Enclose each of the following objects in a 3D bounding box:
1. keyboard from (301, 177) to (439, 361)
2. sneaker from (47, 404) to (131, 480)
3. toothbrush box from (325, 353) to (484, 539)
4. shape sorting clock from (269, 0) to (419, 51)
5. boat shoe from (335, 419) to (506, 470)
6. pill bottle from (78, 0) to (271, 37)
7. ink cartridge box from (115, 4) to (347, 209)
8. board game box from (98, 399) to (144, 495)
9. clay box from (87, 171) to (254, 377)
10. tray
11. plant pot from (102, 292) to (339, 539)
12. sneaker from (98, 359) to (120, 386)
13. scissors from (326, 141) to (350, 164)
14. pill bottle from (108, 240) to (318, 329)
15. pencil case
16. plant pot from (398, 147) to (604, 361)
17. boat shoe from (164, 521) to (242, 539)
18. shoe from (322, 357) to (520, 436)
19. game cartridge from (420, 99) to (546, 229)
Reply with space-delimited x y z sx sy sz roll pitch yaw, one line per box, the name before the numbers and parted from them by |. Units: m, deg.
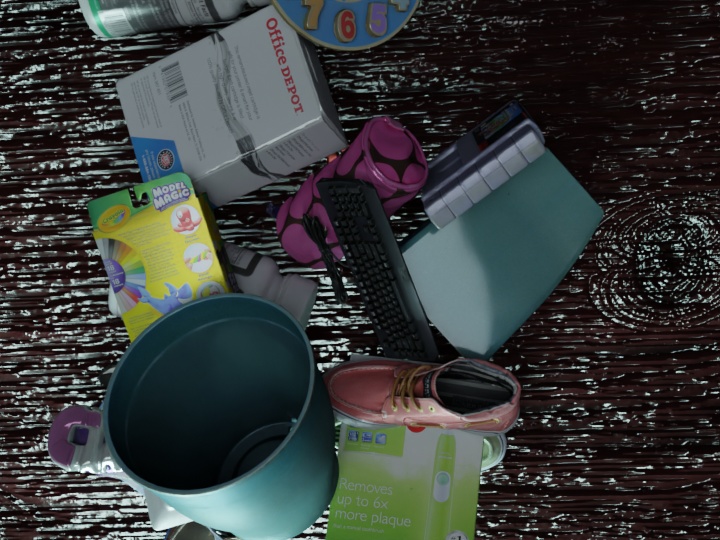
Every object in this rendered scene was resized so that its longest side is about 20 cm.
keyboard | 0.000 0.000 1.244 0.127 0.021 0.201 6 125 48
sneaker | -0.226 0.193 1.359 0.199 0.089 0.081 11 74 8
toothbrush box | 0.049 0.198 1.290 0.144 0.086 0.201 7 70 5
shape sorting clock | -0.015 -0.321 1.277 0.199 0.039 0.202 1 88 -31
boat shoe | 0.057 0.186 1.374 0.198 0.062 0.073 4 98 6
pill bottle | -0.182 -0.307 1.308 0.198 0.113 0.114 -7 97 7
ink cartridge box | -0.131 -0.160 1.309 0.199 0.084 0.146 -24 68 12
board game box | -0.194 0.188 1.417 0.199 0.037 0.152 35 100 1
clay box | -0.185 0.010 1.269 0.114 0.048 0.201 -16 97 9
tray | -0.127 0.187 1.308 0.199 0.022 0.108 -15 82 -10
plant pot | -0.110 0.155 1.192 0.198 0.188 0.201 -9 54 13
sneaker | -0.178 0.128 1.352 0.198 0.074 0.080 7 92 -1
scissors | -0.042 -0.143 1.364 0.073 0.014 0.200 -43 92 10
pill bottle | -0.153 0.026 1.350 0.199 0.114 0.115 20 100 4
pencil case | -0.012 -0.080 1.285 0.090 0.200 0.094 24 57 -24
plant pot | 0.139 -0.025 1.299 0.200 0.141 0.141 -43 92 4
boat shoe | -0.138 0.254 1.365 0.200 0.072 0.072 -42 93 9
shoe | 0.056 0.113 1.226 0.198 0.091 0.072 7 69 5
game cartridge | 0.115 -0.110 1.256 0.129 0.200 0.038 -41 101 10
